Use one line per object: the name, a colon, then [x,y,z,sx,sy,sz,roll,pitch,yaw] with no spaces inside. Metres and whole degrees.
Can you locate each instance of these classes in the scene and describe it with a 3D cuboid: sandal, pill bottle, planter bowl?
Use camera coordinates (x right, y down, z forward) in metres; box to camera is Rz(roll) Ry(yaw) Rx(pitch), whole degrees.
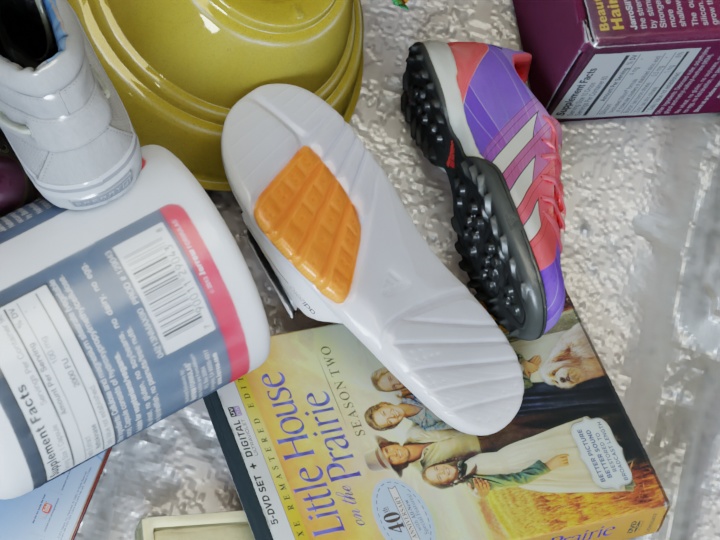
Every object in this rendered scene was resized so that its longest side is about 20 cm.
sandal: [-0.005,0.005,1.186,0.079,0.059,0.207,-37,88,-35]
pill bottle: [-0.154,0.036,1.113,0.200,0.120,0.120,-28,76,-15]
planter bowl: [-0.067,-0.147,1.223,0.200,0.083,0.201,12,64,-27]

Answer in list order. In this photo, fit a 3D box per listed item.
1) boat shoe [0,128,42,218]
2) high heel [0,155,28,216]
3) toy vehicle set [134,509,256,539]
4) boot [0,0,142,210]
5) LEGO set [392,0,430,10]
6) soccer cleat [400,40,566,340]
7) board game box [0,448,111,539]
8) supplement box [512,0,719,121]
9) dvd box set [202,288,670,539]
boat shoe: [-0.238,-0.086,1.185,0.200,0.065,0.072,31,105,4]
high heel: [-0.261,-0.034,1.119,0.200,0.096,0.067,-12,86,18]
toy vehicle set: [-0.004,0.176,1.162,0.200,0.027,0.124,-2,68,-13]
boot: [-0.164,-0.119,1.113,0.074,0.096,0.200,-30,47,-13]
LEGO set: [0.014,-0.238,1.221,0.116,0.154,0.200,4,63,28]
soccer cleat: [0.079,-0.048,1.227,0.073,0.068,0.200,-5,45,-15]
board game box: [-0.172,0.076,1.171,0.103,0.019,0.200,23,65,-3]
supplement box: [0.190,-0.161,1.304,0.200,0.103,0.131,-4,69,-14]
dvd box set: [0.034,0.084,1.184,0.200,0.029,0.146,-10,55,-19]
